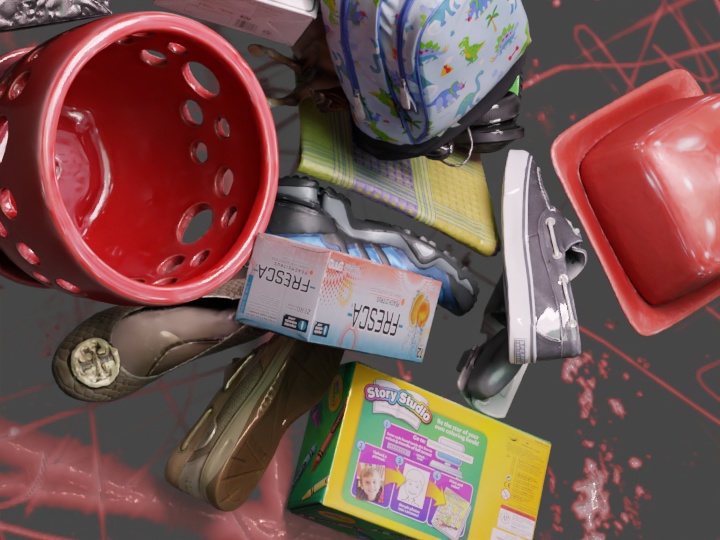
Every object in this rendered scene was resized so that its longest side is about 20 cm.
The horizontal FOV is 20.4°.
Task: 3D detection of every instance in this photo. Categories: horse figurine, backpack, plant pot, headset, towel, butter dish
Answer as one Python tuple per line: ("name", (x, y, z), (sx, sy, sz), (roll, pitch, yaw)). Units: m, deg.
("horse figurine", (-0.048, -0.187, 1.593), (0.132, 0.050, 0.201), (-2, 49, -35))
("backpack", (0.047, -0.189, 1.475), (0.163, 0.154, 0.200), (-41, 132, -16))
("plant pot", (-0.185, -0.073, 1.417), (0.200, 0.182, 0.202), (3, 86, -38))
("headset", (0.082, -0.149, 1.642), (0.200, 0.093, 0.124), (-64, 145, -50))
("towel", (0.029, -0.091, 1.626), (0.199, 0.023, 0.144), (23, 38, -27))
("butter dish", (0.300, -0.073, 1.747), (0.199, 0.148, 0.200), (-29, 95, -33))

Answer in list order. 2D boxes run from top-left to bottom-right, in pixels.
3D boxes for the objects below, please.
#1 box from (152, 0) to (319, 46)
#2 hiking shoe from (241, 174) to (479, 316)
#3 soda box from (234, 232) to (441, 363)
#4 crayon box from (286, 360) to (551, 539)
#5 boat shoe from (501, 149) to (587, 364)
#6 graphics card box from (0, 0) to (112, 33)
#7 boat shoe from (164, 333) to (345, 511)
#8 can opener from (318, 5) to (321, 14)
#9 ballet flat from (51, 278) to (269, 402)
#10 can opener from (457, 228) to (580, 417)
("box", (-0.076, -0.281, 1.481), (0.116, 0.060, 0.201), (16, 71, -14))
("hiking shoe", (0.000, 0.000, 1.601), (0.199, 0.074, 0.087), (26, 81, -18))
("soda box", (-0.012, 0.022, 1.466), (0.200, 0.063, 0.069), (16, 89, -63))
("crayon box", (0.050, 0.164, 1.590), (0.199, 0.058, 0.119), (24, 67, -25))
("boat shoe", (0.148, -0.014, 1.609), (0.067, 0.072, 0.201), (-2, 51, 2))
("graphics card box", (-0.273, -0.188, 1.392), (0.125, 0.200, 0.051), (-13, 99, -34))
("boat shoe", (-0.077, 0.088, 1.519), (0.200, 0.064, 0.071), (-54, 144, -27))
("can opener", (-0.020, -0.223, 1.559), (0.199, 0.066, 0.053), (3, 95, -20))
("ballet flat", (-0.140, 0.048, 1.508), (0.199, 0.046, 0.068), (-17, 87, -33))
("can opener", (0.137, 0.036, 1.665), (0.053, 0.066, 0.201), (39, 56, -20))
